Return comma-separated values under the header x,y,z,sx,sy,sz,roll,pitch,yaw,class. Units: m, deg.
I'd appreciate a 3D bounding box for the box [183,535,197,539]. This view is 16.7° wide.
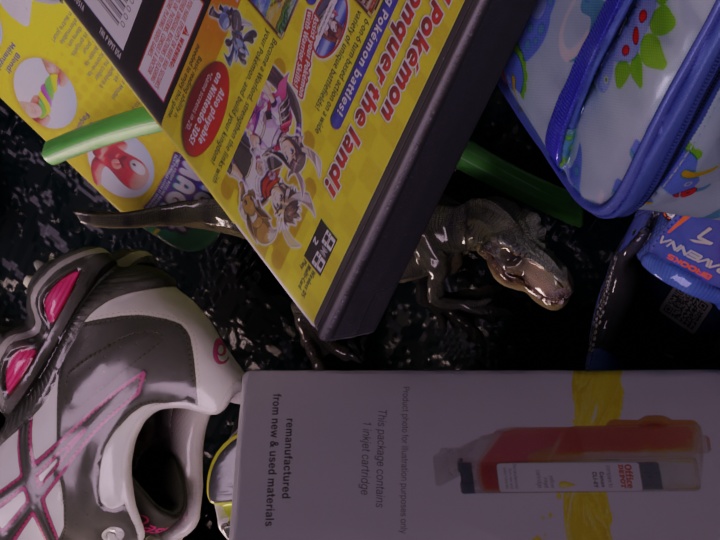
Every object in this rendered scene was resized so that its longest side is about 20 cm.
x,y,z,sx,sy,sz,roll,pitch,yaw,class
-0.146,0.166,1.052,0.193,0.048,0.200,29,132,-15,box

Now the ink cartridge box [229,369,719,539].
x,y,z,sx,sy,sz,roll,pitch,yaw,class
0.061,0.107,0.821,0.199,0.084,0.145,0,138,3,ink cartridge box

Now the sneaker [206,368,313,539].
x,y,z,sx,sy,sz,roll,pitch,yaw,class
0.038,0.094,0.932,0.200,0.085,0.075,30,117,-13,sneaker

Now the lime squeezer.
x,y,z,sx,sy,sz,roll,pitch,yaw,class
-0.019,-0.053,0.863,0.199,0.038,0.071,6,164,7,lime squeezer

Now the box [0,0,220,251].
x,y,z,sx,sy,sz,roll,pitch,yaw,class
-0.101,-0.109,0.914,0.200,0.048,0.117,45,130,5,box

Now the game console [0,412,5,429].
x,y,z,sx,sy,sz,roll,pitch,yaw,class
-0.271,0.048,1.058,0.200,0.116,0.176,29,110,-36,game console

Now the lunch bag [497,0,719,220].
x,y,z,sx,sy,sz,roll,pitch,yaw,class
0.104,-0.122,0.708,0.200,0.082,0.161,-64,36,37,lunch bag

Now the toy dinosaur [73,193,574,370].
x,y,z,sx,sy,sz,roll,pitch,yaw,class
0.000,0.000,0.888,0.199,0.048,0.088,2,146,31,toy dinosaur

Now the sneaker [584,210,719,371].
x,y,z,sx,sy,sz,roll,pitch,yaw,class
0.127,-0.022,0.801,0.075,0.078,0.200,28,128,15,sneaker

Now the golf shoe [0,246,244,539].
x,y,z,sx,sy,sz,roll,pitch,yaw,class
-0.111,0.089,0.896,0.088,0.077,0.200,38,117,23,golf shoe

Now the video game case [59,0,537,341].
x,y,z,sx,sy,sz,roll,pitch,yaw,class
-0.016,-0.111,0.774,0.181,0.025,0.200,51,132,32,video game case
